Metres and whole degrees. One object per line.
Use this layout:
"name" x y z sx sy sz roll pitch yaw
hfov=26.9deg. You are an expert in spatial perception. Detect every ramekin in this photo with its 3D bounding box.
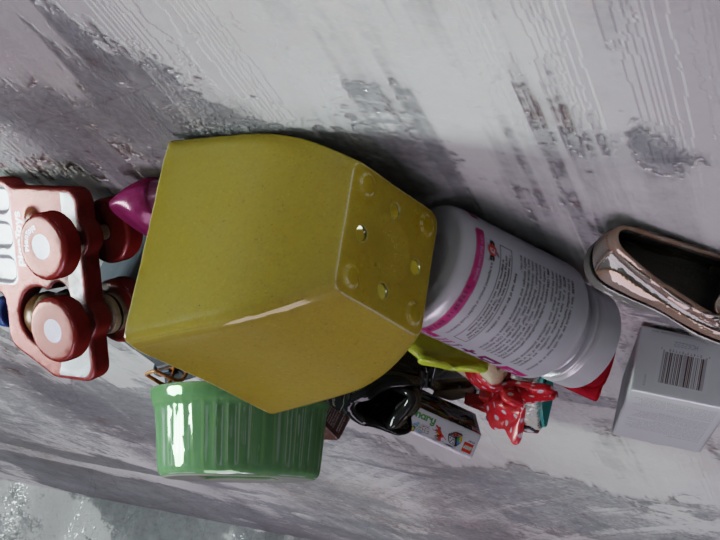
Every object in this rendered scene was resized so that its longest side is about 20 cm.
"ramekin" -0.132 0.180 1.646 0.199 0.098 0.200 1 170 0

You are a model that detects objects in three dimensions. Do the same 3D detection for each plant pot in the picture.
"plant pot" -0.049 -0.005 1.286 0.199 0.195 0.195 -10 151 40

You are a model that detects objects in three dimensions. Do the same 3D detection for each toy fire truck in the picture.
"toy fire truck" -0.311 0.007 1.517 0.167 0.201 0.112 5 -165 36
"toy fire truck" 0.128 0.142 1.804 0.140 0.049 0.200 5 161 28

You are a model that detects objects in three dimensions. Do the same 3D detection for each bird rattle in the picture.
"bird rattle" 0.115 0.075 1.533 0.163 0.113 0.200 35 173 41

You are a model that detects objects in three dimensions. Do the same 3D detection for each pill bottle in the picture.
"pill bottle" 0.132 0.029 1.352 0.199 0.114 0.113 25 159 -30

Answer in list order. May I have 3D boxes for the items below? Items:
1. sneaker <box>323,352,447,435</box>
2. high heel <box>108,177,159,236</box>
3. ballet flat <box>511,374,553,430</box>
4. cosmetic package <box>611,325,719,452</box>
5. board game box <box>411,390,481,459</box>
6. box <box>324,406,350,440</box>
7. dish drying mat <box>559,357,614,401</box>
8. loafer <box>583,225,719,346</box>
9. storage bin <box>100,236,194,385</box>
"sneaker" 0.052 0.119 1.602 0.199 0.077 0.114 -11 -144 -39
"high heel" -0.155 -0.027 1.479 0.096 0.068 0.200 -9 138 30
"ballet flat" 0.180 0.114 1.657 0.071 0.072 0.200 10 154 12
"cosmetic package" 0.325 0.127 1.568 0.101 0.072 0.200 12 162 7
"board game box" 0.080 0.175 1.826 0.126 0.035 0.200 24 -178 1
"box" -0.101 0.117 1.775 0.100 0.075 0.200 -7 134 44
"dish drying mat" 0.181 0.061 1.472 0.199 0.077 0.018 28 166 -36
"loafer" 0.289 0.014 1.269 0.199 0.072 0.063 18 155 -2
"storage bin" -0.216 0.040 1.638 0.134 0.146 0.200 32 157 -19
